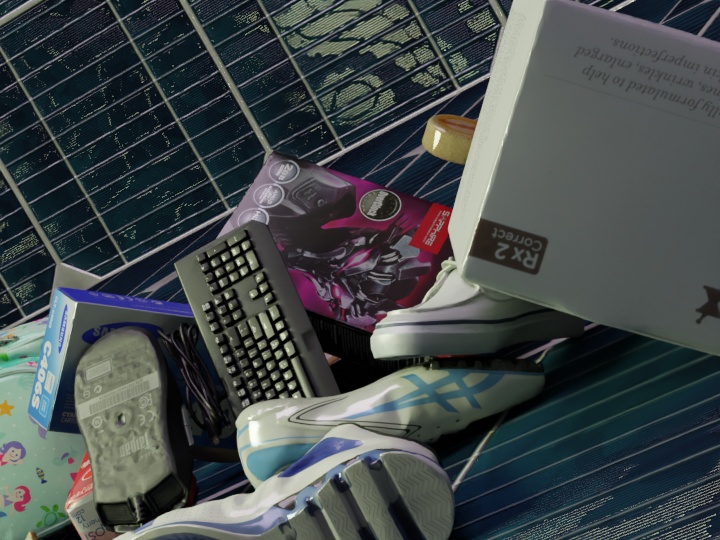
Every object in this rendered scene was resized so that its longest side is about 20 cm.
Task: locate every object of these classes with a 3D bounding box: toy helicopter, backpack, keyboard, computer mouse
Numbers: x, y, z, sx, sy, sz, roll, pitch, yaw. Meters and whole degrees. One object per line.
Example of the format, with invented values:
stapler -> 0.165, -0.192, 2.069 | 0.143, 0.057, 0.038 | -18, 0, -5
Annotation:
toy helicopter -> 0.132, -0.079, 1.378 | 0.200, 0.079, 0.132 | -1, 28, -34
backpack -> -0.262, 0.131, 1.703 | 0.200, 0.178, 0.151 | -21, 10, -7
keyboard -> -0.076, 0.067, 1.383 | 0.104, 0.200, 0.040 | -32, -26, 15
computer mouse -> -0.165, 0.145, 1.384 | 0.140, 0.200, 0.046 | -29, -32, 16

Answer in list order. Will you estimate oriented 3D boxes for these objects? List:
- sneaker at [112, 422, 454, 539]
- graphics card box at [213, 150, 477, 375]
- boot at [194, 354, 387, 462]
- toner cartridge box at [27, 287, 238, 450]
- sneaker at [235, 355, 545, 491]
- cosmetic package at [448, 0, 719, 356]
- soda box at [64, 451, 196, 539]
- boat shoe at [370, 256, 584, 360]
sneaker -> -0.033, 0.144, 1.168 | 0.199, 0.081, 0.115 | -21, 6, 12
graphics card box -> 0.000, 0.000, 1.461 | 0.200, 0.051, 0.126 | 19, 56, 19
boot -> -0.056, 0.083, 1.651 | 0.186, 0.064, 0.200 | -17, 12, 2
toner cartridge box -> -0.128, 0.073, 1.480 | 0.200, 0.095, 0.043 | 8, 10, -31
sneaker -> 0.022, 0.098, 1.312 | 0.199, 0.073, 0.072 | -15, -3, 5
cosmetic package -> 0.152, -0.063, 1.222 | 0.200, 0.164, 0.165 | -94, 20, -81
soda box -> -0.165, 0.163, 1.520 | 0.063, 0.070, 0.200 | -29, 7, 2
boat shoe -> 0.071, 0.018, 1.332 | 0.073, 0.067, 0.200 | -6, 0, 35
